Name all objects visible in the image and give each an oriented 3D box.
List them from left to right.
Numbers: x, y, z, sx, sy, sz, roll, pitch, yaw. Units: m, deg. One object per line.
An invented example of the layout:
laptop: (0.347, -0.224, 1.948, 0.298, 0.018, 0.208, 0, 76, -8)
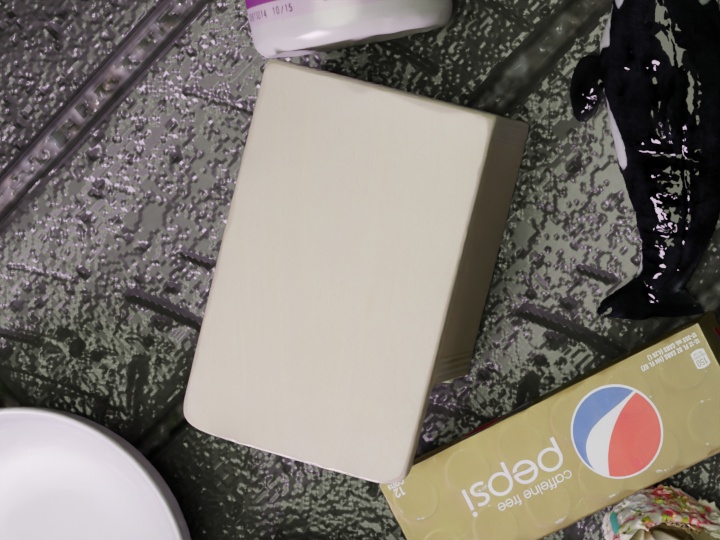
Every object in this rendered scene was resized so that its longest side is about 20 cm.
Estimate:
serving bowl: (-0.182, 0.174, 1.337, 0.198, 0.066, 0.202, 2, 96, 16)
pill bottle: (-0.019, -0.221, 1.229, 0.111, 0.112, 0.202, -9, 93, 16)
toy sink: (0.000, 0.000, 1.246, 0.129, 0.112, 0.202, 14, 94, 14)
soda box: (0.115, 0.098, 1.247, 0.199, 0.064, 0.068, -28, 88, 17)
orca plush: (0.153, -0.072, 1.216, 0.104, 0.071, 0.202, 16, 99, 14)
ballet flat: (0.218, 0.178, 1.226, 0.198, 0.064, 0.076, 21, 102, 12)
